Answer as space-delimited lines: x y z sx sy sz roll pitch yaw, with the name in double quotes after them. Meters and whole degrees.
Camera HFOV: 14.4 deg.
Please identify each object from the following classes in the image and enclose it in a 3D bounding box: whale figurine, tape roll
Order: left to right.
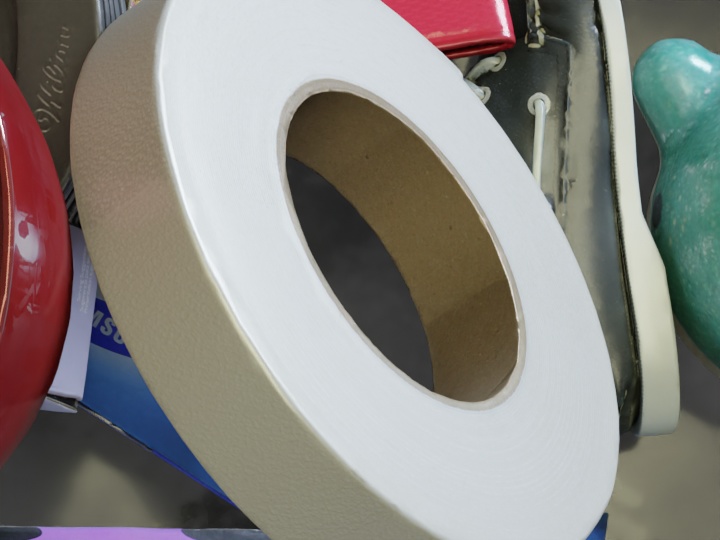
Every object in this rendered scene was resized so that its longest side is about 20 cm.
0.000 0.000 0.817 0.037 0.203 0.203 -32 84 30 "tape roll"
0.169 -0.052 0.930 0.159 0.104 0.200 15 81 -2 "whale figurine"

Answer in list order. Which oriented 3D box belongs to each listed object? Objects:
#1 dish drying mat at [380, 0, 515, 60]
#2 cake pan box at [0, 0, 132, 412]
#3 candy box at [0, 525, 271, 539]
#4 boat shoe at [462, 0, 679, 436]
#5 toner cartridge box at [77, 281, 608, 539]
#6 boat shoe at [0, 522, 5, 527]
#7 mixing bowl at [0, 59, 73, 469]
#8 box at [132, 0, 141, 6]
-0.007 -0.153 0.946 0.077 0.018 0.200 -11 67 -7 "dish drying mat"
-0.162 -0.057 0.858 0.200 0.052 0.184 6 85 19 "cake pan box"
-0.067 0.170 0.768 0.168 0.072 0.200 2 51 -7 "candy box"
0.059 -0.040 0.933 0.060 0.076 0.200 -9 78 -7 "boat shoe"
-0.016 0.051 0.900 0.200 0.095 0.043 33 101 0 "toner cartridge box"
-0.123 0.130 0.897 0.074 0.066 0.199 -33 86 -9 "boat shoe"
-0.151 0.001 0.757 0.200 0.108 0.200 -3 83 24 "mixing bowl"
-0.163 -0.097 0.940 0.200 0.039 0.137 1 83 -4 "box"
